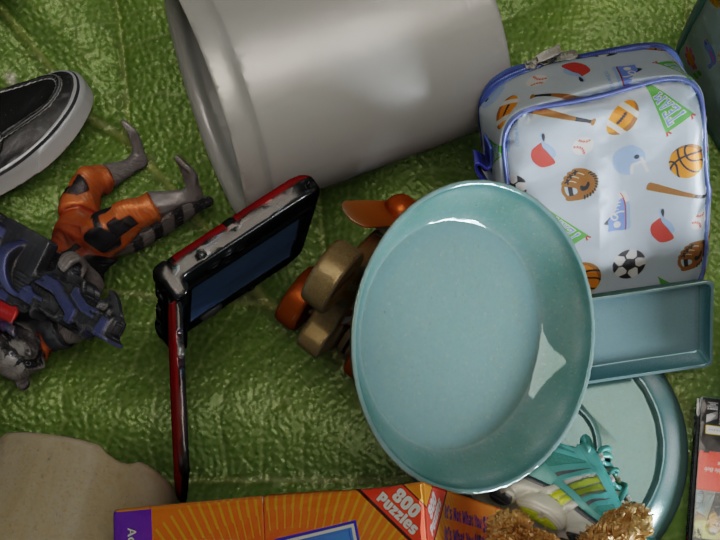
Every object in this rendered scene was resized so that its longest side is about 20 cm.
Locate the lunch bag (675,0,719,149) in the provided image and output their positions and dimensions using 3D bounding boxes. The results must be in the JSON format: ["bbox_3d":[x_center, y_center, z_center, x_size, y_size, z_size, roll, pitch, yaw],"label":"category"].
[{"bbox_3d":[0.292,-0.139,1.307,0.077,0.200,0.161,-27,78,-11],"label":"lunch bag"}]

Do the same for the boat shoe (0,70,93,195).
[{"bbox_3d":[-0.281,-0.088,1.319,0.199,0.068,0.072,-32,45,-6],"label":"boat shoe"}]

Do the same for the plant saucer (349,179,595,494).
[{"bbox_3d":[0.066,0.042,1.223,0.199,0.036,0.202,-2,93,-35],"label":"plant saucer"}]

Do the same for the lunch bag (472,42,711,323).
[{"bbox_3d":[0.155,-0.059,1.291,0.159,0.201,0.076,-12,34,-4],"label":"lunch bag"}]

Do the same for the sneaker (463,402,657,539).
[{"bbox_3d":[0.152,0.152,1.270,0.199,0.078,0.080,32,68,4],"label":"sneaker"}]

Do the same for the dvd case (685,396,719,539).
[{"bbox_3d":[0.297,0.196,1.320,0.145,0.022,0.202,7,76,-2],"label":"dvd case"}]

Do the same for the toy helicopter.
[{"bbox_3d":[0.000,0.000,1.256,0.079,0.200,0.133,37,92,8],"label":"toy helicopter"}]

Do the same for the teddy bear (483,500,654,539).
[{"bbox_3d":[0.155,0.214,1.130,0.200,0.067,0.145,50,62,-15],"label":"teddy bear"}]

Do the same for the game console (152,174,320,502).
[{"bbox_3d":[-0.078,0.048,1.241,0.172,0.200,0.119,-33,83,-12],"label":"game console"}]

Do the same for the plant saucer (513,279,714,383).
[{"bbox_3d":[0.144,0.047,1.303,0.198,0.019,0.070,-9,120,-6],"label":"plant saucer"}]

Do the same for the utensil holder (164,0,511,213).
[{"bbox_3d":[-0.016,-0.147,1.310,0.199,0.170,0.171,-20,79,-11],"label":"utensil holder"}]

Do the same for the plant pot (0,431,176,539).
[{"bbox_3d":[-0.201,0.212,1.214,0.199,0.201,0.185,14,65,0],"label":"plant pot"}]

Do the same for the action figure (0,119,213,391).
[{"bbox_3d":[-0.180,0.003,1.290,0.194,0.105,0.200,-49,46,-6],"label":"action figure"}]

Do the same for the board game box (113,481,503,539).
[{"bbox_3d":[-0.020,0.247,1.168,0.198,0.200,0.202,-7,76,18],"label":"board game box"}]

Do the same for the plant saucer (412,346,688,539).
[{"bbox_3d":[0.134,0.122,1.325,0.198,0.027,0.202,1,76,-3],"label":"plant saucer"}]
